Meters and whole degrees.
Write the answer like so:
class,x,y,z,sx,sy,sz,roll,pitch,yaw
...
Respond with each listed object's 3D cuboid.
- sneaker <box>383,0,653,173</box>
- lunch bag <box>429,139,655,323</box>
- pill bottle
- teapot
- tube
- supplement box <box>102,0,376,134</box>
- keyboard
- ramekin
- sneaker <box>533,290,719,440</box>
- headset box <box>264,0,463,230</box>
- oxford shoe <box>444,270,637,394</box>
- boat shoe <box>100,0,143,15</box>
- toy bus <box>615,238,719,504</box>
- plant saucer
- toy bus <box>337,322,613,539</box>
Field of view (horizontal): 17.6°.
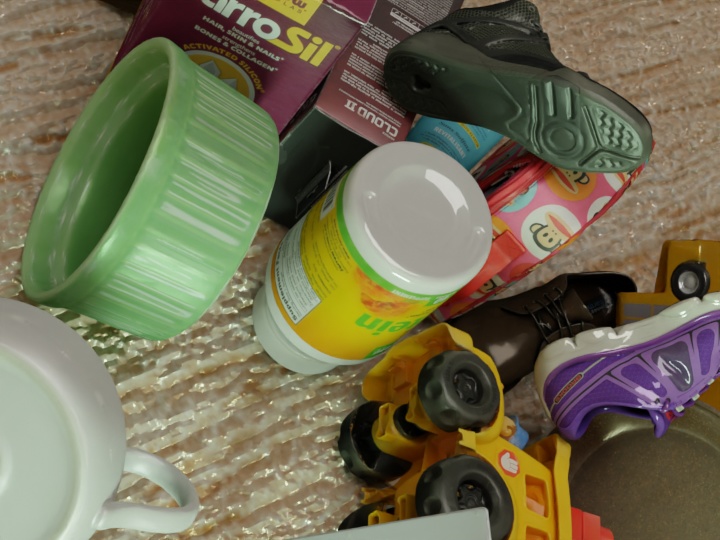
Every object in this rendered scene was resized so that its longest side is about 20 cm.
class,x,y,z,sx,sy,sz,roll,pitch,yaw
sneaker,0.128,-0.136,1.635,0.199,0.076,0.114,20,42,26
lunch bag,0.112,-0.037,1.721,0.082,0.200,0.176,48,53,-5
pill bottle,0.000,0.000,1.639,0.111,0.200,0.111,12,61,-23
teapot,-0.229,0.101,1.497,0.146,0.197,0.200,-47,118,-72
tube,0.081,-0.115,1.842,0.077,0.050,0.200,48,48,-9
supplement box,-0.077,-0.183,1.640,0.131,0.200,0.103,28,51,-11
keyboard,-0.004,0.201,1.557,0.011,0.200,0.056,31,51,-61
ramekin,-0.141,-0.050,1.594,0.098,0.200,0.200,28,56,-23
sneaker,0.227,0.072,1.663,0.200,0.081,0.084,-18,72,7
headset box,-0.009,-0.127,1.730,0.077,0.149,0.200,30,54,-12
oxford shoe,0.129,0.040,1.763,0.200,0.084,0.073,-25,81,-34
boat shoe,-0.160,-0.232,1.754,0.200,0.073,0.063,39,47,-19
toy bus,0.236,0.077,1.755,0.065,0.078,0.200,3,89,-58
plant saucer,0.212,0.188,1.696,0.037,0.200,0.201,19,48,-66
toy bus,0.093,0.160,1.656,0.192,0.136,0.200,17,57,-27
